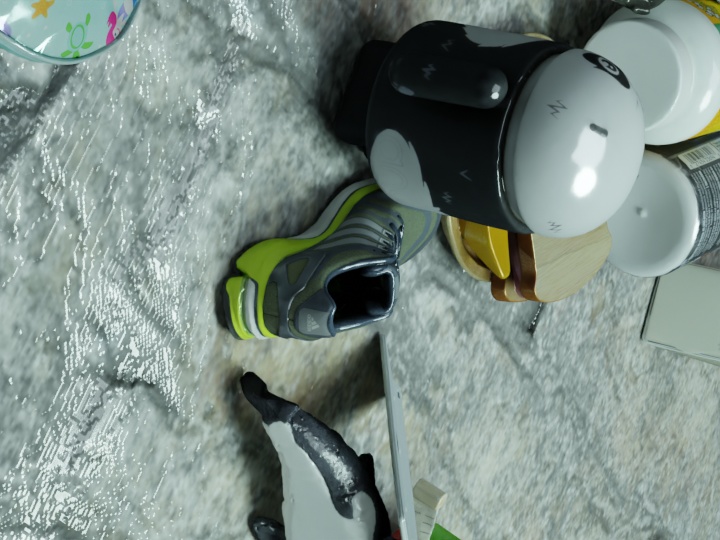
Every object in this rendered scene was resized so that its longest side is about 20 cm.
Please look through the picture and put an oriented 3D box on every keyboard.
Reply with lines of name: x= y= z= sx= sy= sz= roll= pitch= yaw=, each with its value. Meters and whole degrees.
keyboard: x=0.024 y=0.122 z=1.427 sx=0.201 sy=0.011 sz=0.057 roll=-96 pitch=171 yaw=-56

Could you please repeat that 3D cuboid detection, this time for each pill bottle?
pill bottle: x=0.274 y=-0.066 z=1.759 sx=0.200 sy=0.106 sz=0.107 roll=-21 pitch=120 yaw=-53
pill bottle: x=0.242 y=-0.157 z=1.647 sx=0.200 sy=0.112 sz=0.114 roll=-16 pitch=116 yaw=-60

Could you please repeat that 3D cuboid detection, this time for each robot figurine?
robot figurine: x=0.084 y=-0.093 z=1.358 sx=0.150 sy=0.199 sz=0.126 roll=-31 pitch=128 yaw=-47

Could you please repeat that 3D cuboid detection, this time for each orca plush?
orca plush: x=-0.022 y=0.141 z=1.406 sx=0.201 sy=0.105 sz=0.071 roll=59 pitch=40 yaw=-23

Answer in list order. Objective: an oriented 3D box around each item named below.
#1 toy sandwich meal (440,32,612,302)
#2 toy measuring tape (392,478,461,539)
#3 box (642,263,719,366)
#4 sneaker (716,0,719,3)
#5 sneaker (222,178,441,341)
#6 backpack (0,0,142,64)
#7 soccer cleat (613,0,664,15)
toy sandwich meal: x=0.127 y=-0.071 z=1.558 sx=0.205 sy=0.070 sz=0.207 roll=-29 pitch=127 yaw=-49
toy measuring tape: x=0.051 y=0.195 z=1.522 sx=0.074 sy=0.073 sz=0.201 roll=-49 pitch=160 yaw=-35
box: x=0.340 y=0.050 z=1.923 sx=0.200 sy=0.094 sz=0.078 roll=17 pitch=87 yaw=-60
sneaker: x=0.269 y=-0.307 z=1.620 sx=0.201 sy=0.088 sz=0.077 roll=57 pitch=36 yaw=-15
sneaker: x=0.000 y=0.000 z=1.378 sx=0.200 sy=0.081 sz=0.074 roll=-36 pitch=132 yaw=-46
backpack: x=-0.150 y=-0.200 z=1.008 sx=0.177 sy=0.150 sz=0.201 roll=35 pitch=78 yaw=-58
soccer cleat: x=0.150 y=-0.255 z=1.534 sx=0.070 sy=0.087 sz=0.200 roll=-43 pitch=131 yaw=17
